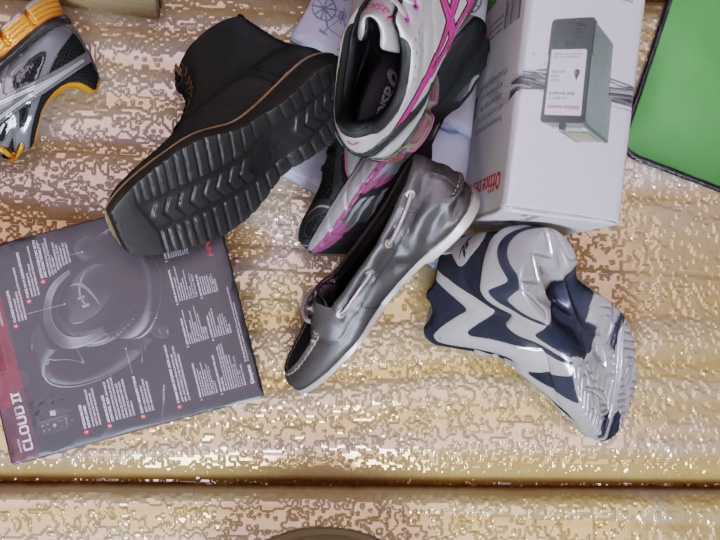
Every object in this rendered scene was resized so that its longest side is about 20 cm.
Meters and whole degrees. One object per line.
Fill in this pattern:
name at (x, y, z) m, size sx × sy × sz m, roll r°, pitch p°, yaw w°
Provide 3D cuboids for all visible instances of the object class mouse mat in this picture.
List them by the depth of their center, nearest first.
mouse mat at (0.298, -0.155, 1.157) m, size 0.159 × 0.008 × 0.202 m, roll 20°, pitch 84°, yaw -4°

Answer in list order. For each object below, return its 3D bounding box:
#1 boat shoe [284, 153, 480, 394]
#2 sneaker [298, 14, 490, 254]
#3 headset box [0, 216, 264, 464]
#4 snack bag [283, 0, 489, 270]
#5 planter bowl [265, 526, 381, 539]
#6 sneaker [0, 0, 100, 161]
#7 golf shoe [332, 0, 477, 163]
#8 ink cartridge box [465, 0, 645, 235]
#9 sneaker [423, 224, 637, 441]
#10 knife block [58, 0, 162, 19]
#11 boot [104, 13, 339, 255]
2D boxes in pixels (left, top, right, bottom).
boat shoe at (0.000, 0.000, 1.065) m, size 0.057 × 0.067 × 0.200 m, roll 35°, pitch 111°, yaw -19°
sneaker at (0.010, -0.106, 1.084) m, size 0.086 × 0.080 × 0.201 m, roll 36°, pitch 98°, yaw 28°
headset box at (-0.180, 0.042, 1.067) m, size 0.198 × 0.077 × 0.150 m, roll -15°, pitch 87°, yaw -5°
snack bag at (0.028, -0.128, 1.123) m, size 0.187 × 0.021 × 0.201 m, roll 29°, pitch 85°, yaw -3°
planter bowl at (-0.021, 0.284, 1.039) m, size 0.198 × 0.135 × 0.203 m, roll 0°, pitch 87°, yaw -6°
sneaker at (-0.268, -0.103, 1.070) m, size 0.200 × 0.078 × 0.077 m, roll -43°, pitch 104°, yaw -3°
golf shoe at (0.032, -0.169, 0.982) m, size 0.072 × 0.092 × 0.202 m, roll 14°, pitch 91°, yaw 14°
ink cartridge box at (0.132, -0.129, 1.052) m, size 0.083 × 0.146 × 0.202 m, roll 8°, pitch 87°, yaw -7°
sneaker at (0.112, 0.041, 1.098) m, size 0.199 × 0.129 × 0.080 m, roll 48°, pitch 64°, yaw -40°
knife block at (-0.260, -0.223, 1.082) m, size 0.175 × 0.064 × 0.201 m, roll -37°, pitch 91°, yaw -5°
boot at (-0.113, -0.098, 1.048) m, size 0.199 × 0.138 × 0.078 m, roll -33°, pitch 133°, yaw -24°
